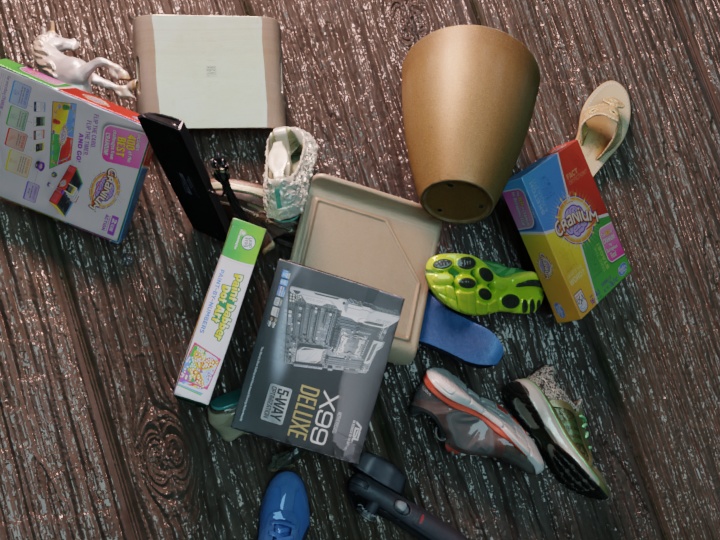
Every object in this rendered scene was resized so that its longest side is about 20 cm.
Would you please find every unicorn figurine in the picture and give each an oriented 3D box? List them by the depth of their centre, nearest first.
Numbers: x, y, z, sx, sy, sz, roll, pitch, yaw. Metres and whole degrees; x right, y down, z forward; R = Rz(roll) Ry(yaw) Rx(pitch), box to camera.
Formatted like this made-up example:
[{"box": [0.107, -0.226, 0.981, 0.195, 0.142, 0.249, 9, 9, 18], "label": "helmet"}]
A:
[{"box": [-0.350, -0.222, 1.039, 0.135, 0.074, 0.204, 7, 84, 0], "label": "unicorn figurine"}]

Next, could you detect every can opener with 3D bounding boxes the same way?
[{"box": [0.066, 0.308, 1.039, 0.199, 0.063, 0.079, 36, 74, -3], "label": "can opener"}]

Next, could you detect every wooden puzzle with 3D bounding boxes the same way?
[{"box": [0.000, 0.000, 1.040, 0.182, 0.037, 0.204, 16, 81, -11], "label": "wooden puzzle"}]

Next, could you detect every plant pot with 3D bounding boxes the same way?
[{"box": [0.132, -0.169, 1.049, 0.183, 0.187, 0.203, 15, 59, -9], "label": "plant pot"}]

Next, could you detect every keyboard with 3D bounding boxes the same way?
[{"box": [-0.184, -0.100, 0.977, 0.126, 0.201, 0.021, 24, 61, 28], "label": "keyboard"}]

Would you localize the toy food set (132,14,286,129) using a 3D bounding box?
[{"box": [-0.198, -0.256, 1.096, 0.196, 0.060, 0.147, -3, 92, -11], "label": "toy food set"}]

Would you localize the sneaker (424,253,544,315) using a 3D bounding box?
[{"box": [0.154, 0.021, 1.080, 0.197, 0.083, 0.076, 12, 89, -36], "label": "sneaker"}]

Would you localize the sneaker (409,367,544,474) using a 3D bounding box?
[{"box": [0.148, 0.211, 1.082, 0.199, 0.077, 0.082, 37, 103, -1], "label": "sneaker"}]

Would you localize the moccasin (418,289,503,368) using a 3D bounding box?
[{"box": [0.093, 0.074, 1.081, 0.199, 0.068, 0.081, 35, 88, 20], "label": "moccasin"}]

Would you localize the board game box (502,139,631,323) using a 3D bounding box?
[{"box": [0.279, -0.055, 1.113, 0.152, 0.040, 0.203, -33, 101, -39], "label": "board game box"}]

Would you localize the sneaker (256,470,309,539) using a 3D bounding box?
[{"box": [-0.097, 0.344, 0.991, 0.065, 0.078, 0.204, 12, 76, -7], "label": "sneaker"}]

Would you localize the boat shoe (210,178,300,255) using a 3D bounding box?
[{"box": [-0.116, -0.059, 1.060, 0.199, 0.075, 0.076, 14, 74, -10], "label": "boat shoe"}]

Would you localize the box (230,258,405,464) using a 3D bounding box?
[{"box": [-0.050, 0.106, 0.971, 0.155, 0.050, 0.204, 17, 88, -4], "label": "box"}]

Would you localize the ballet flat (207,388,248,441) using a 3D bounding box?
[{"box": [-0.094, 0.158, 1.039, 0.197, 0.069, 0.071, -21, 85, -13], "label": "ballet flat"}]

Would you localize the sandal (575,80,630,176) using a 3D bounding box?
[{"box": [0.345, -0.194, 1.187, 0.077, 0.070, 0.213, 35, 75, -4], "label": "sandal"}]

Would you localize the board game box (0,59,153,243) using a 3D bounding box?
[{"box": [-0.359, -0.141, 0.999, 0.197, 0.040, 0.155, 22, 107, -7], "label": "board game box"}]

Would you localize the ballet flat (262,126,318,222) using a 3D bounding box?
[{"box": [-0.090, -0.139, 1.028, 0.070, 0.073, 0.202, 9, 36, -10], "label": "ballet flat"}]

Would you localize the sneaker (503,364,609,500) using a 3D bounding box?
[{"box": [0.280, 0.211, 1.102, 0.088, 0.077, 0.202, -34, 90, -24], "label": "sneaker"}]

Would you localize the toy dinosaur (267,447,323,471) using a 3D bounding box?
[{"box": [-0.032, 0.183, 1.030, 0.047, 0.088, 0.201, 36, 91, 41], "label": "toy dinosaur"}]

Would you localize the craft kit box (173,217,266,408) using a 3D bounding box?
[{"box": [-0.166, 0.058, 0.965, 0.048, 0.200, 0.201, 16, 78, -8], "label": "craft kit box"}]
